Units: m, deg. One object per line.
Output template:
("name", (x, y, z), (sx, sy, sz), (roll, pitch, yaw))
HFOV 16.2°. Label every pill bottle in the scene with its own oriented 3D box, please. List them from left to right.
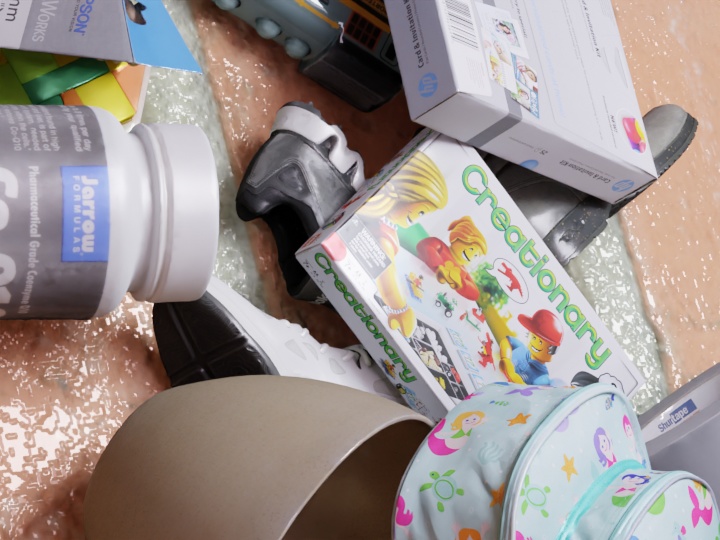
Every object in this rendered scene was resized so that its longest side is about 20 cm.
("pill bottle", (-0.182, -0.030, 1.331), (0.199, 0.114, 0.115), (-1, 70, -19))

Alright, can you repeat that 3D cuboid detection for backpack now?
("backpack", (0.105, 0.161, 1.334), (0.177, 0.150, 0.201), (-39, 117, -46))

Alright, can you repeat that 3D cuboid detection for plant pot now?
("plant pot", (-0.067, 0.135, 1.337), (0.134, 0.201, 0.200), (29, 48, 24))

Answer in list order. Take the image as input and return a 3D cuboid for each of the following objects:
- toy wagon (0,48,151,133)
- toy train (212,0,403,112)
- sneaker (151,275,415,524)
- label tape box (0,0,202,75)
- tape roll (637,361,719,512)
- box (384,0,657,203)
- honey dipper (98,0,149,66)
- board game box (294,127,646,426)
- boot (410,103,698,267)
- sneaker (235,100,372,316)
("toy wagon", (-0.209, -0.103, 1.415), (0.200, 0.040, 0.156), (-29, 88, -38))
("toy train", (-0.032, -0.186, 1.544), (0.199, 0.085, 0.114), (33, 66, -18))
("sneaker", (-0.031, 0.060, 1.455), (0.201, 0.075, 0.116), (51, 43, -15))
("label tape box", (-0.187, -0.176, 1.354), (0.199, 0.064, 0.144), (4, 33, -27))
("tape roll", (0.220, 0.102, 1.510), (0.200, 0.200, 0.066), (-35, 90, -38))
("box", (0.091, -0.138, 1.524), (0.199, 0.041, 0.157), (17, 52, -46))
("honey dipper", (-0.212, -0.145, 1.388), (0.199, 0.038, 0.038), (8, 66, -25))
("board game box", (0.066, 0.029, 1.466), (0.200, 0.035, 0.126), (52, 57, -11))
("boot", (0.124, -0.087, 1.615), (0.131, 0.068, 0.200), (49, 51, 1))
("sneaker", (0.000, 0.000, 1.498), (0.200, 0.066, 0.091), (46, 62, -11))
